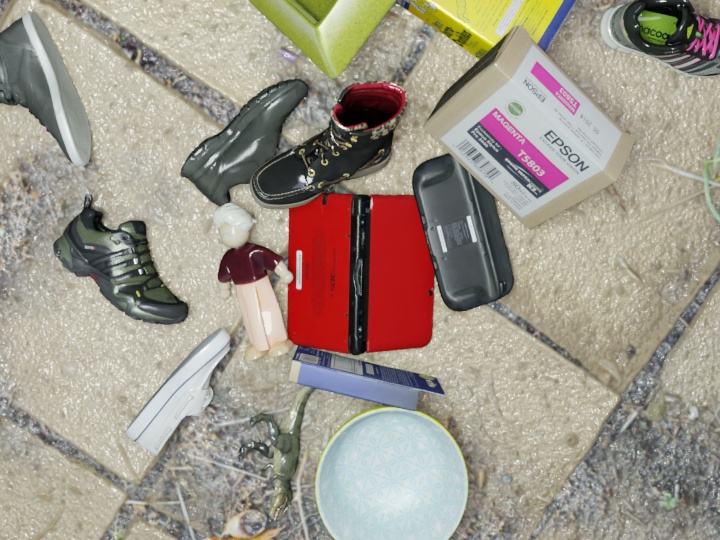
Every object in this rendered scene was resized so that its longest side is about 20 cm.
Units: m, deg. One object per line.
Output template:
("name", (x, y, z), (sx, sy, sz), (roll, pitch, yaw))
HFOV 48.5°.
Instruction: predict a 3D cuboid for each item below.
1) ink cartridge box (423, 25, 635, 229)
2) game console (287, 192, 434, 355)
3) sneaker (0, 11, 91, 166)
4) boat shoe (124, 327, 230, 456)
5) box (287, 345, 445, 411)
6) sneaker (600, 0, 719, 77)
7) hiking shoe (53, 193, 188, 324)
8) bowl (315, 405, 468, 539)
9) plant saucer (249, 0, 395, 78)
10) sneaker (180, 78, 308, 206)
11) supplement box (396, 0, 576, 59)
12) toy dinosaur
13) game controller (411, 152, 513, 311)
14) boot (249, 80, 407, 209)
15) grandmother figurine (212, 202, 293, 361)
("ink cartridge box", (0.197, -0.163, 0.959), (0.199, 0.164, 0.076), (41, 60, -9))
("game console", (0.000, 0.000, 1.065), (0.169, 0.118, 0.206), (5, 97, 31))
("sneaker", (-0.418, -0.214, 1.019), (0.097, 0.071, 0.204), (-23, 90, 5))
("boat shoe", (-0.229, 0.163, 1.065), (0.065, 0.074, 0.200), (41, 105, -9))
("box", (0.007, 0.140, 1.028), (0.195, 0.121, 0.033), (12, 93, -1))
("sneaker", (0.402, -0.291, 0.992), (0.195, 0.087, 0.076), (14, 97, -2))
("hiking shoe", (-0.298, -0.010, 1.036), (0.198, 0.076, 0.102), (34, 99, -3))
("bowl", (0.040, 0.265, 1.050), (0.194, 0.108, 0.206), (0, 97, 1))
("plant saucer", (-0.037, -0.367, 0.948), (0.201, 0.048, 0.200), (-50, 61, 11))
("sneaker", (-0.136, -0.164, 1.027), (0.199, 0.076, 0.091), (-39, 105, 11))
("supplement box", (0.148, -0.335, 0.978), (0.198, 0.109, 0.111), (33, 96, -3))
("toy dinosaur", (-0.114, 0.231, 1.080), (0.086, 0.047, 0.205), (13, 96, -16))
("game controller", (0.134, -0.052, 1.044), (0.102, 0.042, 0.205), (-16, 96, -2))
("boot", (-0.036, -0.150, 0.956), (0.196, 0.151, 0.075), (-19, 77, -18))
("grandmother figurine", (-0.141, 0.011, 1.034), (0.118, 0.061, 0.205), (-13, 102, 18))
